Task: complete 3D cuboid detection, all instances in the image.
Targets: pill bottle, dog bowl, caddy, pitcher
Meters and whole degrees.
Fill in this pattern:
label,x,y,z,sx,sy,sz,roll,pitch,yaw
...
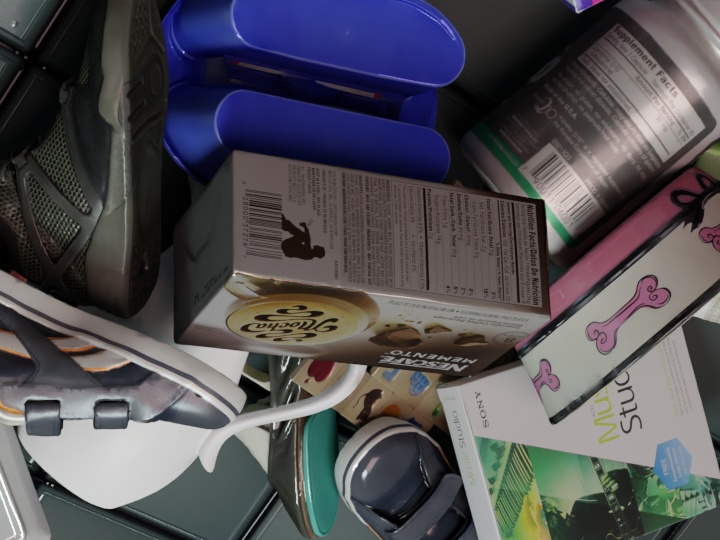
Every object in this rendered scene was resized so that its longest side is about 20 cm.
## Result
label,x,y,z,sx,sy,sz,roll,pitch,yaw
pill bottle,0.173,-0.106,1.255,0.200,0.113,0.113,-40,124,2
dog bowl,0.180,0.011,1.264,0.200,0.200,0.074,-40,84,2
caddy,-0.032,-0.111,1.176,0.198,0.105,0.143,10,87,-26
pitcher,-0.107,0.066,1.206,0.200,0.171,0.121,-49,165,5

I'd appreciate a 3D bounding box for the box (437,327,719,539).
label,x,y,z,sx,sy,sz,roll,pitch,yaw
box,0.160,0.125,1.357,0.199,0.036,0.146,-16,91,-27

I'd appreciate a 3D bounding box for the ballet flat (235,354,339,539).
label,x,y,z,sx,sy,sz,roll,pitch,yaw
ballet flat,-0.049,0.083,1.297,0.068,0.068,0.202,8,109,20

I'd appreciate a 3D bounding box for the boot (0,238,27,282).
label,x,y,z,sx,sy,sz,roll,pitch,yaw
boot,-0.251,0.053,1.194,0.143,0.072,0.201,-24,120,-10

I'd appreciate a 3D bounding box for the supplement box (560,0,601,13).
label,x,y,z,sx,sy,sz,roll,pitch,yaw
supplement box,0.189,-0.259,1.186,0.199,0.101,0.104,-26,123,-8

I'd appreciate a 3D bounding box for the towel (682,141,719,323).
label,x,y,z,sx,sy,sz,roll,pitch,yaw
towel,0.308,-0.015,1.357,0.198,0.031,0.150,16,128,-6

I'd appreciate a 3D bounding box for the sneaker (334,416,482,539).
label,x,y,z,sx,sy,sz,roll,pitch,yaw
sneaker,0.051,0.175,1.346,0.078,0.079,0.200,-45,142,-7

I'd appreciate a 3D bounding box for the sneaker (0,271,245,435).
label,x,y,z,sx,sy,sz,roll,pitch,yaw
sneaker,-0.169,0.062,1.103,0.199,0.078,0.080,23,76,0

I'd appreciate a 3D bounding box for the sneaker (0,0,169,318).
label,x,y,z,sx,sy,sz,roll,pitch,yaw
sneaker,-0.172,-0.076,1.121,0.113,0.076,0.201,12,114,12

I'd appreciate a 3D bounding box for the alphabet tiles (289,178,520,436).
label,x,y,z,sx,sy,sz,roll,pitch,yaw
alphabet tiles,0.053,0.044,1.303,0.167,0.008,0.200,-50,144,0

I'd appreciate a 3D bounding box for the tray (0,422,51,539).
label,x,y,z,sx,sy,sz,roll,pitch,yaw
tray,-0.261,0.111,1.164,0.107,0.022,0.201,-25,119,-19

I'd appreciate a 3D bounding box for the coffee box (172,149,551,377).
label,x,y,z,sx,sy,sz,roll,pitch,yaw
coffee box,0.000,0.000,1.126,0.198,0.081,0.113,8,155,-22
